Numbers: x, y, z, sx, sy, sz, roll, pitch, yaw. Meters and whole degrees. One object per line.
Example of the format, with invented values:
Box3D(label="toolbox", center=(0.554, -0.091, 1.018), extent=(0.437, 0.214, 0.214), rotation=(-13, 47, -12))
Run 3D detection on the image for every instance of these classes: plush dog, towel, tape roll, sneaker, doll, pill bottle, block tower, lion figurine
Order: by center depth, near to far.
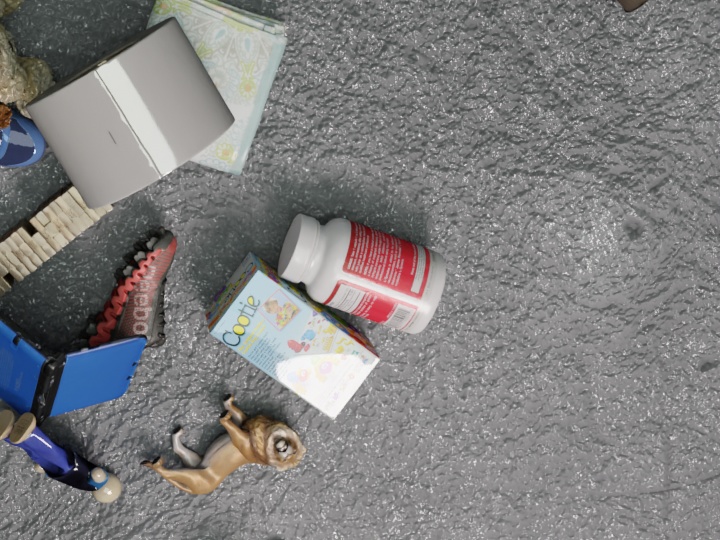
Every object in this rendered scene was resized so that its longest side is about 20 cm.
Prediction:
Box3D(label="tape roll", center=(-0.262, -0.180, 1.544), extent=(0.202, 0.203, 0.140), rotation=(-31, 106, -2))
Box3D(label="plush dog", center=(-0.447, -0.252, 1.549), extent=(0.159, 0.172, 0.201), rotation=(-15, 107, -6))
Box3D(label="sneaker", center=(-0.476, -0.167, 1.610), extent=(0.199, 0.082, 0.074), rotation=(17, 106, -15))
Box3D(label="towel", center=(-0.196, -0.236, 1.668), extent=(0.170, 0.048, 0.201), rotation=(18, 100, -11))
Box3D(label="block tower", center=(-0.393, -0.047, 1.673), extent=(0.200, 0.054, 0.058), rotation=(-40, 108, 1))
Box3D(label="sneaker", center=(-0.276, 0.042, 1.709), extent=(0.098, 0.071, 0.201), rotation=(29, 99, -16))
Box3D(label="doll", center=(-0.375, 0.246, 1.717), extent=(0.200, 0.136, 0.049), rotation=(47, 55, -43))
Box3D(label="pill bottle", center=(0.000, 0.000, 1.728), extent=(0.199, 0.112, 0.113), rotation=(20, 100, -15))
Box3D(label="lion figurine", center=(-0.180, 0.246, 1.787), extent=(0.199, 0.073, 0.123), rotation=(-30, 115, 13))

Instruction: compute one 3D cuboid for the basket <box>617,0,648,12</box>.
Box3D(label="basket", center=(0.316, -0.455, 1.667), extent=(0.200, 0.136, 0.181), rotation=(38, 100, -13))

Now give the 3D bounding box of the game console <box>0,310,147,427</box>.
Box3D(label="game console", center=(-0.377, 0.103, 1.663), extent=(0.170, 0.200, 0.118), rotation=(39, 57, 3))

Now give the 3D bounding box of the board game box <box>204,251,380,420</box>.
Box3D(label="board game box", center=(-0.089, 0.083, 1.737), extent=(0.200, 0.103, 0.105), rotation=(37, 95, -17))
